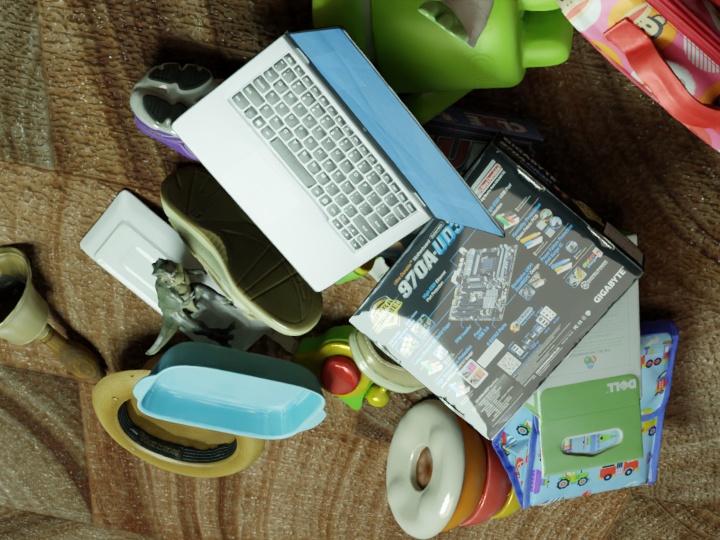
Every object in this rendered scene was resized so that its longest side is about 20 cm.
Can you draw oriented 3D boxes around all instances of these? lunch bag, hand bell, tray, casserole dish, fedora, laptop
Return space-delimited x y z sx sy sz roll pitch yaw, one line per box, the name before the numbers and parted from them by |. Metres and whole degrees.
lunch bag | 0.224 0.122 1.146 0.148 0.095 0.202 -8 130 -14
lunch bag | 0.212 -0.172 0.785 0.199 0.178 0.082 33 135 -22
hand bell | -0.336 0.072 1.258 0.103 0.106 0.200 -10 145 23
tray | -0.185 0.016 1.165 0.199 0.022 0.107 40 131 -11
casserole dish | -0.127 0.118 1.162 0.197 0.039 0.121 15 143 -24
fedora | -0.194 0.148 1.293 0.197 0.083 0.202 9 138 8
laptop | -0.024 -0.070 0.861 0.199 0.116 0.188 -32 111 24

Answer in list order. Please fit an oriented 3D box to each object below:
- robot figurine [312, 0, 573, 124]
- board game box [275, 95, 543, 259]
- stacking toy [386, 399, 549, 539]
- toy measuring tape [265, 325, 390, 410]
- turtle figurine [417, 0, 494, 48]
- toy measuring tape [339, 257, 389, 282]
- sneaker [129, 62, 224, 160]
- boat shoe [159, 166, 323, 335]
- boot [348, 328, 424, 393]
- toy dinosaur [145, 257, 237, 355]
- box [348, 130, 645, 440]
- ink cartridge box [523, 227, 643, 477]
robot figurine | 0.054 -0.189 0.848 0.196 0.117 0.177 0 130 14
board game box | 0.038 -0.074 0.972 0.197 0.035 0.137 7 123 -18
stacking toy | 0.139 0.227 1.294 0.197 0.148 0.146 11 142 -28
toy measuring tape | -0.044 0.069 1.193 0.199 0.074 0.074 39 133 -8
turtle figurine | 0.079 -0.246 0.698 0.143 0.200 0.195 34 103 -12
toy measuring tape | 0.000 0.000 1.087 0.073 0.074 0.201 -15 131 27
sneaker | -0.101 -0.120 1.008 0.197 0.082 0.083 20 163 -11
boat shoe | -0.109 -0.010 1.062 0.200 0.073 0.063 41 153 19
boot | 0.100 0.053 1.095 0.198 0.073 0.154 11 142 -41
toy dinosaur | -0.160 0.038 1.124 0.087 0.048 0.201 11 150 -6
box | 0.110 0.016 0.958 0.158 0.046 0.201 39 113 1
ink cartridge box | 0.189 0.069 1.032 0.102 0.059 0.204 -7 99 -17
